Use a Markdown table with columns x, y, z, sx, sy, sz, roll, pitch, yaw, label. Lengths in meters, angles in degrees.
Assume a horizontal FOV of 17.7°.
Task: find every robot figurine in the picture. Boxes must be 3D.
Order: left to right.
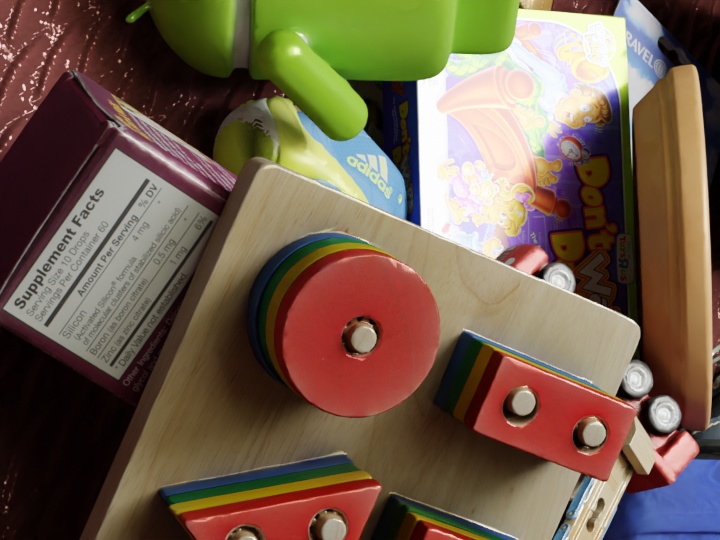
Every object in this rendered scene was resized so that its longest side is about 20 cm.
| x | y | z | sx | sy | sz | roll | pitch | yaw | label |
| --- | --- | --- | --- | --- | --- | --- | --- | --- | --- |
| -0.020 | -0.155 | 1.168 | 0.199 | 0.116 | 0.176 | 0 | 51 | -4 | robot figurine |

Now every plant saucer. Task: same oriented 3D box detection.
| x | y | z | sx | sy | sz | roll | pitch | yaw | label |
| --- | --- | --- | --- | --- | --- | --- | --- | --- | --- |
| 0.170 | -0.012 | 1.270 | 0.200 | 0.037 | 0.201 | -1 | 90 | -84 | plant saucer |

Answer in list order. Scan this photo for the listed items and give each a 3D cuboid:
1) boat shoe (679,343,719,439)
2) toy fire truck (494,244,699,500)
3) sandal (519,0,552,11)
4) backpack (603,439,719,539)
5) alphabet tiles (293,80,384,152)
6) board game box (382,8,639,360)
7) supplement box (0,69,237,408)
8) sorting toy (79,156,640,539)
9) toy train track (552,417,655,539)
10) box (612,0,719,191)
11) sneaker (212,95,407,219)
| x | y | z | sx | sy | sz | roll | pitch | yaw | label |
| --- | --- | --- | --- | --- | --- | --- | --- | --- | --- |
| 0.247 | 0.069 | 1.425 | 0.200 | 0.075 | 0.062 | -25 | 96 | -48 | boat shoe |
| 0.099 | 0.102 | 1.194 | 0.141 | 0.049 | 0.200 | -43 | 98 | -27 | toy fire truck |
| 0.087 | -0.178 | 1.351 | 0.082 | 0.054 | 0.201 | 28 | 50 | -38 | sandal |
| 0.223 | 0.179 | 1.266 | 0.163 | 0.199 | 0.168 | 66 | 33 | -57 | backpack |
| 0.018 | -0.124 | 1.311 | 0.166 | 0.006 | 0.201 | 40 | 52 | -28 | alphabet tiles |
| 0.082 | -0.042 | 1.268 | 0.134 | 0.045 | 0.201 | 1 | 83 | -25 | board game box |
| -0.069 | 0.013 | 1.044 | 0.200 | 0.131 | 0.103 | 34 | 95 | -22 | supplement box |
| 0.008 | 0.084 | 0.975 | 0.198 | 0.070 | 0.201 | 23 | 93 | -23 | sorting toy |
| 0.105 | 0.152 | 1.120 | 0.115 | 0.032 | 0.200 | 55 | 50 | -32 | toy train track |
| 0.157 | -0.057 | 1.396 | 0.122 | 0.048 | 0.201 | 41 | 52 | -28 | box |
| 0.000 | 0.000 | 1.199 | 0.105 | 0.076 | 0.201 | -17 | 87 | -47 | sneaker |
